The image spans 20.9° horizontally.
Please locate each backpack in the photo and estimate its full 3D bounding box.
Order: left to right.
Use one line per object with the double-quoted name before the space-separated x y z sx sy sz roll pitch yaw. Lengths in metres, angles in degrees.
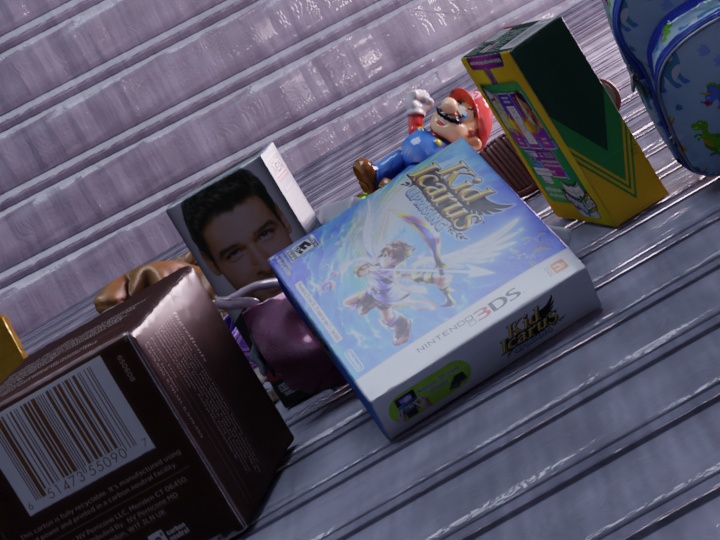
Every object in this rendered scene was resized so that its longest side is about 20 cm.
"backpack" 0.291 -0.189 1.526 0.182 0.200 0.147 -27 28 16

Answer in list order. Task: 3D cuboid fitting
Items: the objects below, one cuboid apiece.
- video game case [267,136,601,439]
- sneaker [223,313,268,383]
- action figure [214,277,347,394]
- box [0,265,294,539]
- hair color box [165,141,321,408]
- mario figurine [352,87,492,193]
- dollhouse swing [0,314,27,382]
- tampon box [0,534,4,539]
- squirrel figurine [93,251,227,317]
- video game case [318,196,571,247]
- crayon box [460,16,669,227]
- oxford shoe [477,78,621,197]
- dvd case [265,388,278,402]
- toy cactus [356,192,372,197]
"video game case" 0.049 0.007 1.426 0.181 0.046 0.200 -31 41 -6
"sneaker" -0.076 0.052 1.779 0.199 0.084 0.080 -23 6 -32
"action figure" 0.008 0.016 1.554 0.200 0.149 0.134 -42 -6 33
"box" -0.171 0.124 1.434 0.165 0.165 0.200 -29 8 14
"hair color box" -0.070 0.004 1.662 0.099 0.201 0.061 -29 8 15
"mario figurine" 0.084 -0.172 2.478 0.200 0.124 0.106 -38 -2 -20
"dollhouse swing" -0.401 0.138 2.102 0.181 0.201 0.176 -29 -3 11
"tampon box" -0.413 0.229 1.813 0.199 0.127 0.150 -31 8 -2
"squirrel figurine" -0.138 0.027 2.022 0.186 0.142 0.200 -17 18 32
"video game case" 0.065 -0.036 1.624 0.181 0.023 0.200 8 -2 -8
"crayon box" 0.171 -0.127 1.673 0.058 0.173 0.200 -34 9 -5
"oxford shoe" 0.187 -0.116 2.013 0.199 0.071 0.075 -32 -19 0
"dvd case" -0.179 0.164 1.755 0.199 0.016 0.149 -34 9 -19
"toy cactus" 0.000 0.000 1.916 0.165 0.102 0.200 -51 13 -5
